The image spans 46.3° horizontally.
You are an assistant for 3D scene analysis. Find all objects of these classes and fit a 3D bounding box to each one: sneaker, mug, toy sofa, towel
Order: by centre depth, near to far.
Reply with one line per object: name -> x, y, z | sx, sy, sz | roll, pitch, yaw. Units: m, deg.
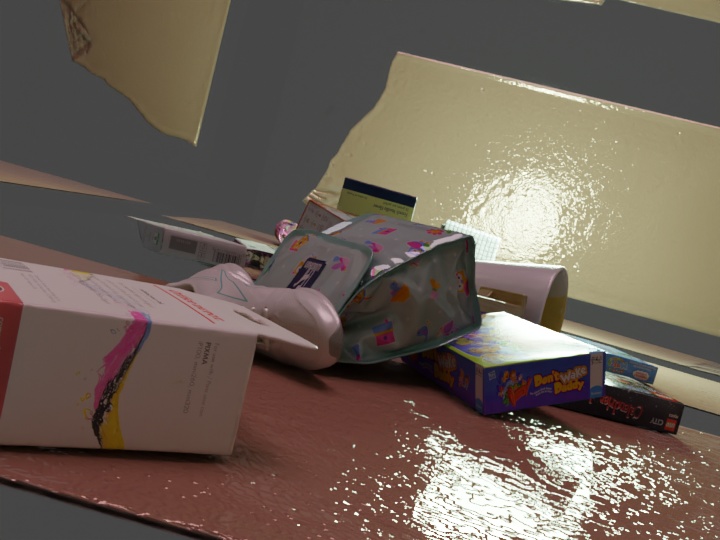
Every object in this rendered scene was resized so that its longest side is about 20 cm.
sneaker -> -0.097, 0.046, 0.732 | 0.197, 0.072, 0.079 | 15, 17, 41
toy sofa -> 0.115, 0.059, 1.053 | 0.197, 0.100, 0.082 | 13, -3, -40
mug -> 0.202, 0.071, 1.206 | 0.150, 0.191, 0.149 | 13, 30, 25
towel -> 0.265, -0.015, 2.209 | 0.162, 0.205, 0.086 | 16, 2, 9

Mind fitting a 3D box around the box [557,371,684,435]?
box -> 0.263, 0.138, 1.006 | 0.195, 0.039, 0.137 | 15, 3, -12

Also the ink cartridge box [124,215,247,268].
ink cartridge box -> -0.309, -0.049, 1.462 | 0.158, 0.051, 0.198 | 13, 0, -37

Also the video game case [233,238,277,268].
video game case -> -0.162, -0.020, 1.703 | 0.177, 0.037, 0.200 | 14, 4, -18

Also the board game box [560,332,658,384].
board game box -> 0.436, 0.156, 1.556 | 0.148, 0.037, 0.200 | 15, 4, -6

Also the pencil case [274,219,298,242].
pencil case -> -0.228, -0.116, 2.672 | 0.081, 0.089, 0.200 | -16, 7, -6

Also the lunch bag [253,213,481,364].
lunch bag -> -0.005, 0.022, 0.841 | 0.197, 0.125, 0.169 | -19, 21, -32

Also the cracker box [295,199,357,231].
cracker box -> 0.022, -0.022, 1.167 | 0.198, 0.059, 0.133 | 32, 9, 27

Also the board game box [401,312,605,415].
board game box -> 0.139, 0.089, 0.867 | 0.131, 0.046, 0.199 | -5, 10, -19

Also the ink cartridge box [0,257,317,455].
ink cartridge box -> -0.133, 0.044, 0.443 | 0.197, 0.069, 0.116 | 11, 5, -35

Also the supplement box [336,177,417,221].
supplement box -> 0.008, -0.049, 1.528 | 0.131, 0.205, 0.200 | 15, 3, -2
